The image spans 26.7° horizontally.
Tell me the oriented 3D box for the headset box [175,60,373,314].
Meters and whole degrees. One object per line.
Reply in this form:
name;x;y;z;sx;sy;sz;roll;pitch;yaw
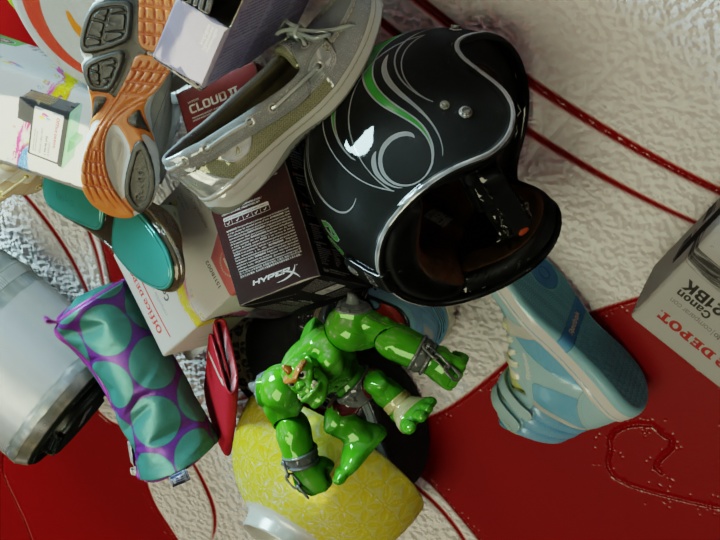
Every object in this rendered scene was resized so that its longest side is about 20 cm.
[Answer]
headset box;-0.070;-0.072;1.243;0.077;0.149;0.201;-21;81;14

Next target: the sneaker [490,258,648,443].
sneaker;0.139;0.071;1.308;0.200;0.080;0.130;49;129;-6

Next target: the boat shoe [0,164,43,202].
boat shoe;-0.331;-0.107;1.471;0.199;0.074;0.069;-23;130;30

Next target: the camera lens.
camera lens;-0.356;0.086;1.544;0.200;0.160;0.160;40;131;1

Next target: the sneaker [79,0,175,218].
sneaker;-0.177;-0.149;1.182;0.075;0.092;0.201;12;112;-2

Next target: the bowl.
bowl;-0.051;0.216;1.436;0.199;0.108;0.200;30;160;12

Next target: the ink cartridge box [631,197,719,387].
ink cartridge box;0.325;0.002;1.152;0.144;0.084;0.200;38;131;1

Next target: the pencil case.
pencil case;-0.218;0.109;1.465;0.201;0.092;0.085;62;168;-10

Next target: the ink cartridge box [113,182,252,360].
ink cartridge box;-0.155;-0.001;1.410;0.200;0.067;0.117;-41;71;41

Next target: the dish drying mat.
dish drying mat;-0.134;0.115;1.451;0.200;0.018;0.077;109;147;-66

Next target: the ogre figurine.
ogre figurine;-0.015;0.102;1.296;0.120;0.098;0.200;45;137;-5

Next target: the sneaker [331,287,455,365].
sneaker;0.000;0.000;1.331;0.200;0.090;0.078;47;131;-5

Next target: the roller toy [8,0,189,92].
roller toy;-0.180;-0.247;1.242;0.200;0.140;0.182;35;137;-7

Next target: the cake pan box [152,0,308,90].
cake pan box;-0.065;-0.240;1.119;0.052;0.200;0.185;30;118;6

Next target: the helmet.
helmet;0.053;-0.089;1.170;0.199;0.191;0.201;-13;136;-13

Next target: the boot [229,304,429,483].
boot;-0.032;0.116;1.445;0.153;0.074;0.204;-7;120;40

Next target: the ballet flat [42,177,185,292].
ballet flat;-0.203;-0.048;1.353;0.200;0.067;0.068;37;124;32

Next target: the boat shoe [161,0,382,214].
boat shoe;-0.062;-0.135;1.127;0.065;0.074;0.202;41;92;-28

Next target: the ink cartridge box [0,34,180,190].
ink cartridge box;-0.267;-0.136;1.322;0.199;0.145;0.084;19;104;-1
